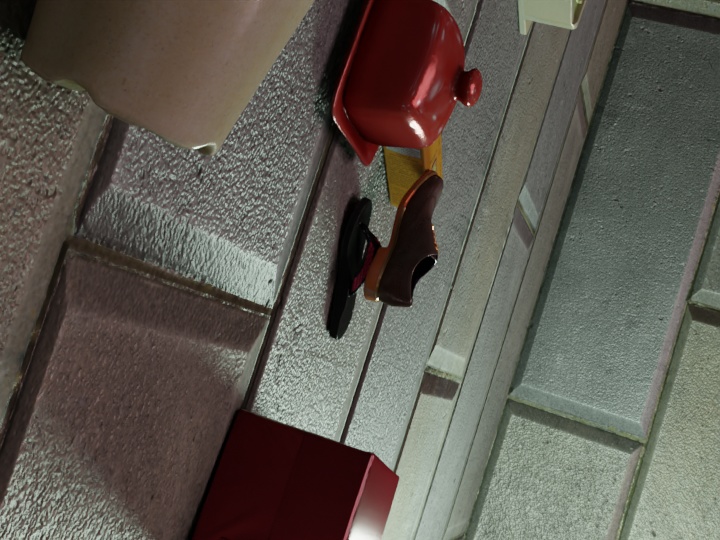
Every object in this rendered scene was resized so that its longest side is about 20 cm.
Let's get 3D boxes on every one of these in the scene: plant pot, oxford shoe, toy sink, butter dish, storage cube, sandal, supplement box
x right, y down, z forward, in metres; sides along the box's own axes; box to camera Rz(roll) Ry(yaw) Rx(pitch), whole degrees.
[{"bbox_3d":[-0.111,-0.181,0.640,0.185,0.199,0.200,-63,164,5],"label":"plant pot"},{"bbox_3d":[0.075,-0.039,1.357,0.071,0.072,0.201,68,43,-63],"label":"oxford shoe"},{"bbox_3d":[0.359,-0.527,1.902,0.200,0.111,0.131,69,41,-64],"label":"toy sink"},{"bbox_3d":[0.068,-0.224,1.200,0.199,0.147,0.202,47,61,-72],"label":"butter dish"},{"bbox_3d":[-0.072,0.282,1.188,0.200,0.170,0.181,56,51,-68],"label":"storage cube"},{"bbox_3d":[0.000,0.000,1.365,0.075,0.045,0.202,-38,141,-62],"label":"sandal"},{"bbox_3d":[0.071,-0.160,1.411,0.201,0.068,0.067,78,34,-55],"label":"supplement box"}]
